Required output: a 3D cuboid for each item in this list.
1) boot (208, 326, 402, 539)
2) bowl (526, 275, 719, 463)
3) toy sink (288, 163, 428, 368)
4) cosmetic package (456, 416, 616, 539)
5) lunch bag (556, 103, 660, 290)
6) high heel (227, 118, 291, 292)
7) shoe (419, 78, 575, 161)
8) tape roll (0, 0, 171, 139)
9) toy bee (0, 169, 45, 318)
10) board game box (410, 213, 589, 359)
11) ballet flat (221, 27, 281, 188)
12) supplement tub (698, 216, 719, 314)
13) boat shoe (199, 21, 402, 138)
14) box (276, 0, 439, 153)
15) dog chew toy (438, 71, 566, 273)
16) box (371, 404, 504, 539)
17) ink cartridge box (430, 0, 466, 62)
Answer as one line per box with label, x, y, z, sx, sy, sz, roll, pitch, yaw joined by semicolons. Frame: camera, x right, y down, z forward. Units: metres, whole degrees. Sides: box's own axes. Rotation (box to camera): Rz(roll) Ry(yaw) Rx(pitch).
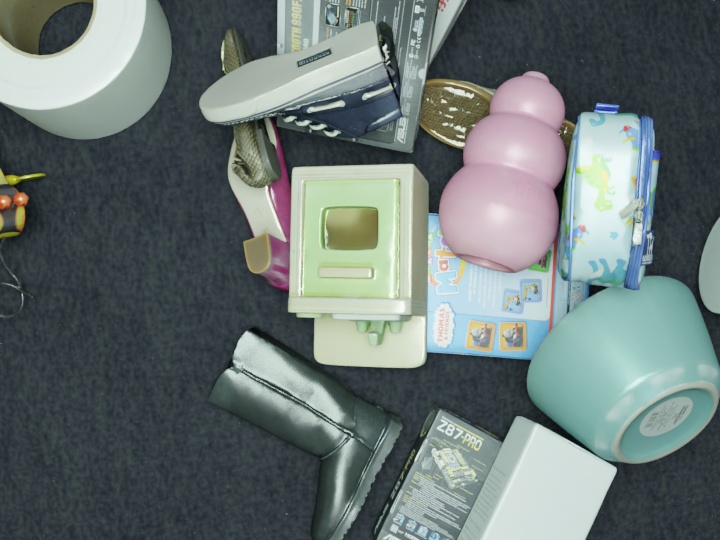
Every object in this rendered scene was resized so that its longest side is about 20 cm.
boot;-0.077;0.179;0.817;0.198;0.066;0.167;31;78;-5
bowl;0.279;0.117;0.770;0.197;0.106;0.203;-11;133;-12
toy sink;0.000;0.000;0.790;0.128;0.112;0.204;1;87;14
cosmetic package;0.167;0.265;0.781;0.101;0.074;0.202;29;83;-4
lunch bag;0.235;-0.072;0.736;0.081;0.200;0.164;4;97;13
high heel;-0.091;-0.077;0.846;0.066;0.096;0.204;-21;67;21
shoe;0.149;-0.165;0.858;0.196;0.053;0.071;18;109;1
tape roll;-0.305;-0.250;0.785;0.198;0.139;0.207;0;88;-4
toy bee;-0.376;-0.074;0.789;0.201;0.108;0.131;50;41;-9
board game box;0.155;0.021;0.853;0.196;0.037;0.155;5;87;-4
ballet flat;-0.126;-0.172;0.806;0.046;0.067;0.203;-20;65;10
supplement tub;0.488;0.009;0.821;0.196;0.145;0.148;14;87;-3
boat shoe;-0.051;-0.161;0.742;0.196;0.075;0.093;-16;133;10
box;-0.006;-0.226;0.774;0.155;0.202;0.049;12;46;6
dog chew toy;0.155;-0.104;0.781;0.122;0.125;0.204;17;86;-3
box;0.133;0.266;0.837;0.197;0.049;0.163;27;88;-2
ink cartridge box;0.020;-0.321;0.796;0.198;0.145;0.085;30;58;-1
